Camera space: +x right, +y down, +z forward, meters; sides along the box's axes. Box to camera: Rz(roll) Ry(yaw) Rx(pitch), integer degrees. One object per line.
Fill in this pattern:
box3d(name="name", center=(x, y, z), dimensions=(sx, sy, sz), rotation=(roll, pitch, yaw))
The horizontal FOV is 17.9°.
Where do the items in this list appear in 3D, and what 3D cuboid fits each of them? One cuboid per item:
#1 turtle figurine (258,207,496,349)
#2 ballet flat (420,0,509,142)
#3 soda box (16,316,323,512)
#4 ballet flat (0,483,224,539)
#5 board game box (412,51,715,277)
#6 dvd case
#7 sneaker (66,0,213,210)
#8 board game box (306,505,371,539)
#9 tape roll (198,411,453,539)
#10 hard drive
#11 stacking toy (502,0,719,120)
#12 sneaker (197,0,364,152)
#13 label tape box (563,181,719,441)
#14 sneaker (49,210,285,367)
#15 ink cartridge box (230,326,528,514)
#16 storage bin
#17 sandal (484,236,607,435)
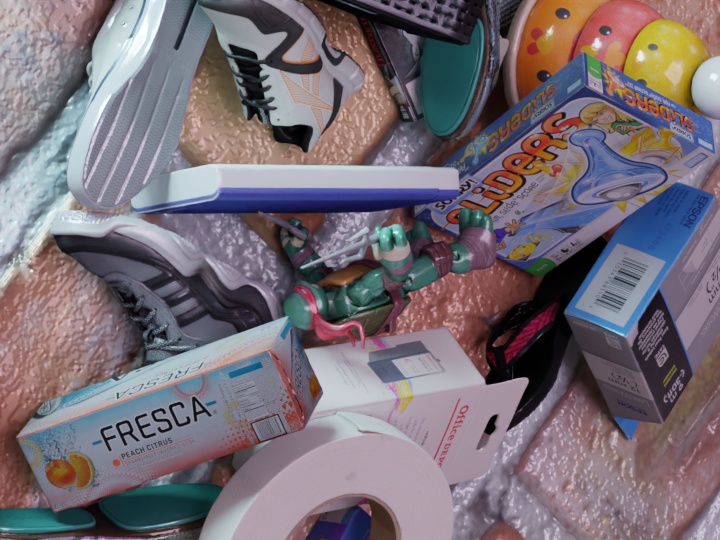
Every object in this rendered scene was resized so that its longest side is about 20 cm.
box3d(name="turtle figurine", center=(0.000, 0.000, 1.681), dimensions=(0.200, 0.150, 0.101), rotation=(-14, 107, -43))
box3d(name="ballet flat", center=(0.088, -0.198, 1.761), dimensions=(0.074, 0.074, 0.200), rotation=(2, 92, -32))
box3d(name="soda box", center=(-0.130, 0.099, 1.568), dimensions=(0.068, 0.200, 0.064), rotation=(-61, 130, -68))
box3d(name="ballet flat", center=(-0.184, 0.196, 1.611), dimensions=(0.200, 0.069, 0.071), rotation=(-5, 110, -28))
box3d(name="board game box", center=(0.153, -0.077, 1.749), dimensions=(0.135, 0.200, 0.035), rotation=(24, 47, -29))
box3d(name="dvd case", center=(0.050, -0.236, 1.785), dimensions=(0.146, 0.022, 0.200), rotation=(-34, 106, -28))
box3d(name="sneaker", center=(-0.162, -0.130, 1.618), dimensions=(0.073, 0.071, 0.200), rotation=(41, 62, -36))
box3d(name="board game box", center=(-0.017, 0.295, 1.721), dimensions=(0.134, 0.045, 0.200), rotation=(42, 68, -25))
box3d(name="tape roll", center=(-0.025, 0.199, 1.627), dimensions=(0.203, 0.037, 0.203), rotation=(-15, 119, -29))
box3d(name="hard drive", center=(-0.048, -0.058, 1.654), dimensions=(0.200, 0.132, 0.025), rotation=(-1, 87, -32))
box3d(name="stacking toy", center=(0.224, -0.156, 1.777), dimensions=(0.146, 0.200, 0.146), rotation=(-14, 109, -46))
box3d(name="sneaker", center=(-0.062, -0.148, 1.648), dimensions=(0.080, 0.074, 0.200), rotation=(-61, 147, -8))
box3d(name="label tape box", center=(0.247, 0.040, 1.833), dimensions=(0.143, 0.066, 0.200), rotation=(-56, 143, -19))
box3d(name="sneaker", center=(-0.145, 0.038, 1.624), dimensions=(0.200, 0.075, 0.114), rotation=(28, 72, -32))
box3d(name="ink cartridge box", center=(0.015, 0.111, 1.700), dimensions=(0.200, 0.067, 0.117), rotation=(-7, 135, -33))
box3d(name="storage bin", center=(0.010, -0.231, 1.635), dimensions=(0.135, 0.200, 0.094), rotation=(19, 93, -16))
box3d(name="sandal", center=(0.135, 0.044, 1.807), dimensions=(0.045, 0.075, 0.200), rotation=(44, 60, -27))
